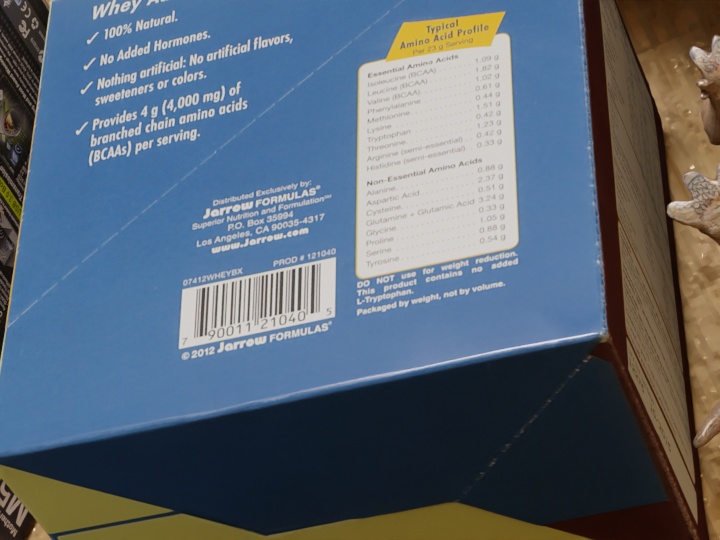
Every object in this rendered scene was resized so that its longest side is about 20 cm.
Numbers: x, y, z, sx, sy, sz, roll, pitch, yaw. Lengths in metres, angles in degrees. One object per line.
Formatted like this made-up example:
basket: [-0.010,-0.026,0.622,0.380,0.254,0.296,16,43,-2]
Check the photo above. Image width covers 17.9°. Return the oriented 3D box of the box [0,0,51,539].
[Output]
box: [-0.149,-0.018,0.811,0.044,0.200,0.161,6,56,29]

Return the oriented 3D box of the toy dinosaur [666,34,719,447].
toy dinosaur: [0.156,-0.036,0.766,0.085,0.136,0.201,5,85,15]

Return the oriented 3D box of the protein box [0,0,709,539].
protein box: [0.000,0.000,0.773,0.198,0.135,0.201,-12,49,15]
